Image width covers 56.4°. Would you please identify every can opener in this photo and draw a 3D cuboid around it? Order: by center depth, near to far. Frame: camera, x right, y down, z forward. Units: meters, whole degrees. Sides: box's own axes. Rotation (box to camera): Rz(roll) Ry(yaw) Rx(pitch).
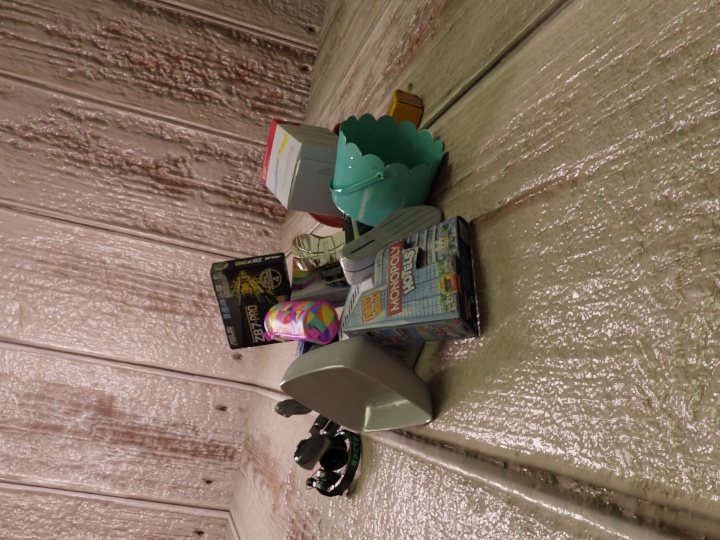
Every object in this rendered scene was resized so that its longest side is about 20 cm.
[{"bbox_3d":[-0.063,0.314,1.356,0.201,0.053,0.066,-54,16,-27],"label":"can opener"}]

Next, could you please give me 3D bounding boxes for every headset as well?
[{"bbox_3d":[-0.050,0.409,1.380,0.200,0.093,0.125,-43,30,41],"label":"headset"}]

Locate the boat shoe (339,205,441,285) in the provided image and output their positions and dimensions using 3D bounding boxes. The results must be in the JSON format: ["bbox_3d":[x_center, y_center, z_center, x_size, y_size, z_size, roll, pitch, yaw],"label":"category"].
[{"bbox_3d":[0.050,-0.043,1.133,0.074,0.197,0.068,49,156,40],"label":"boat shoe"}]

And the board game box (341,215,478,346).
[{"bbox_3d":[0.067,0.028,0.992,0.197,0.062,0.203,-23,47,28],"label":"board game box"}]

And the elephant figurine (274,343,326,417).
[{"bbox_3d":[-0.067,0.214,1.296,0.155,0.196,0.145,170,112,-75],"label":"elephant figurine"}]

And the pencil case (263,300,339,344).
[{"bbox_3d":[-0.120,0.105,1.332,0.199,0.087,0.090,-11,66,58],"label":"pencil case"}]

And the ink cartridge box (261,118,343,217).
[{"bbox_3d":[-0.111,-0.223,1.451,0.200,0.143,0.147,46,126,55],"label":"ink cartridge box"}]

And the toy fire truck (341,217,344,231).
[{"bbox_3d":[0.031,-0.109,1.397,0.202,0.126,0.178,-79,10,-52],"label":"toy fire truck"}]

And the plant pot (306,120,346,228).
[{"bbox_3d":[-0.040,-0.243,1.638,0.196,0.198,0.204,-50,30,46],"label":"plant pot"}]

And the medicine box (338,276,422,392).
[{"bbox_3d":[0.037,0.091,1.188,0.201,0.101,0.185,-103,29,-59],"label":"medicine box"}]

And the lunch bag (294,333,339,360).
[{"bbox_3d":[-0.078,0.212,1.473,0.132,0.133,0.204,-174,98,-80],"label":"lunch bag"}]

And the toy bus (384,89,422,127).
[{"bbox_3d":[0.069,-0.278,1.450,0.079,0.064,0.202,-93,20,-48],"label":"toy bus"}]

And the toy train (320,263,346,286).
[{"bbox_3d":[0.000,0.000,1.356,0.197,0.046,0.035,-13,47,35],"label":"toy train"}]

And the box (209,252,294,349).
[{"bbox_3d":[-0.224,0.068,1.449,0.049,0.158,0.203,-94,-3,-60],"label":"box"}]

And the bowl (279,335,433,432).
[{"bbox_3d":[-0.003,0.171,1.032,0.198,0.199,0.076,-23,43,44],"label":"bowl"}]

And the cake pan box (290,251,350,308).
[{"bbox_3d":[-0.053,0.001,1.477,0.186,0.196,0.053,-93,-11,-46],"label":"cake pan box"}]

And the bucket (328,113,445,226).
[{"bbox_3d":[0.042,-0.180,1.214,0.209,0.203,0.137,-98,20,-55],"label":"bucket"}]

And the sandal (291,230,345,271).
[{"bbox_3d":[-0.069,-0.043,1.438,0.197,0.054,0.082,-7,84,37],"label":"sandal"}]

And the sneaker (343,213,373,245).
[{"bbox_3d":[0.010,-0.092,1.314,0.072,0.081,0.204,108,160,-69],"label":"sneaker"}]
